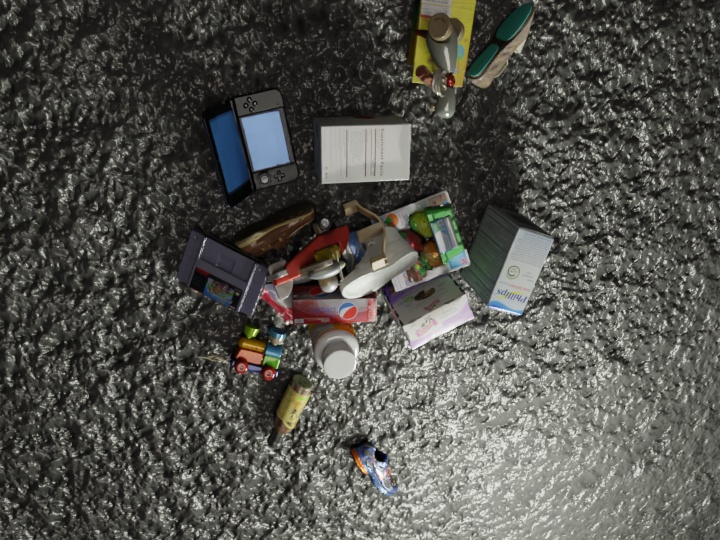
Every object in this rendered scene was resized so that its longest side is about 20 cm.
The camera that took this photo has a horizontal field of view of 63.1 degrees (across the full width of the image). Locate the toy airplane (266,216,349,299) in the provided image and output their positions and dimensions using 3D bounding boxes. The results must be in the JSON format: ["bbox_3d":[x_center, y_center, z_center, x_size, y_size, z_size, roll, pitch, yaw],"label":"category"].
[{"bbox_3d":[-0.108,-0.003,1.290,0.197,0.201,0.142,-35,104,24],"label":"toy airplane"}]

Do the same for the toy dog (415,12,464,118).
[{"bbox_3d":[0.151,-0.425,1.201,0.131,0.094,0.206,26,73,-58],"label":"toy dog"}]

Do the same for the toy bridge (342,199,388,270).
[{"bbox_3d":[0.023,-0.086,1.316,0.066,0.203,0.028,-22,142,-6],"label":"toy bridge"}]

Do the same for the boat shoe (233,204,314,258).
[{"bbox_3d":[-0.188,-0.087,1.335,0.196,0.073,0.069,-25,121,5],"label":"boat shoe"}]

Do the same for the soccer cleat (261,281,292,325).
[{"bbox_3d":[-0.208,0.042,1.392,0.200,0.066,0.077,48,59,-17],"label":"soccer cleat"}]

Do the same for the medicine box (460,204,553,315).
[{"bbox_3d":[0.348,-0.029,1.418,0.100,0.183,0.205,13,109,-17],"label":"medicine box"}]

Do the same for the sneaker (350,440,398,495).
[{"bbox_3d":[0.055,0.558,1.650,0.078,0.076,0.201,-37,117,0],"label":"sneaker"}]

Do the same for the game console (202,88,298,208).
[{"bbox_3d":[-0.223,-0.257,1.228,0.166,0.119,0.205,-14,115,-7],"label":"game console"}]

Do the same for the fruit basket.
[{"bbox_3d":[0.144,-0.067,1.393,0.195,0.094,0.190,-20,98,4],"label":"fruit basket"}]

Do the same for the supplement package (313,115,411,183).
[{"bbox_3d":[0.001,-0.266,1.274,0.193,0.122,0.123,-4,113,-12],"label":"supplement package"}]

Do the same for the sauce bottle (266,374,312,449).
[{"bbox_3d":[-0.187,0.370,1.521,0.063,0.065,0.204,19,108,-19],"label":"sauce bottle"}]

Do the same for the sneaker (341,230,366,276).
[{"bbox_3d":[0.000,0.000,1.406,0.075,0.076,0.205,-16,114,-5],"label":"sneaker"}]

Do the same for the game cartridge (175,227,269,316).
[{"bbox_3d":[-0.310,0.007,1.323,0.196,0.038,0.132,26,105,0],"label":"game cartridge"}]

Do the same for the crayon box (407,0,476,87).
[{"bbox_3d":[0.172,-0.506,1.256,0.123,0.051,0.206,2,111,-13],"label":"crayon box"}]

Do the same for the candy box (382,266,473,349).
[{"bbox_3d":[0.157,0.078,1.407,0.164,0.201,0.073,-26,116,-1],"label":"candy box"}]

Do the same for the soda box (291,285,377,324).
[{"bbox_3d":[-0.060,0.077,1.349,0.193,0.070,0.065,-1,116,-5],"label":"soda box"}]

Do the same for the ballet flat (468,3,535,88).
[{"bbox_3d":[0.319,-0.491,1.298,0.200,0.069,0.067,-47,133,14],"label":"ballet flat"}]

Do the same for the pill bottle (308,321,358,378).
[{"bbox_3d":[-0.064,0.160,1.384,0.106,0.201,0.112,-5,121,-9],"label":"pill bottle"}]

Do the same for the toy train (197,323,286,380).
[{"bbox_3d":[-0.281,0.180,1.416,0.195,0.085,0.119,17,97,-19],"label":"toy train"}]

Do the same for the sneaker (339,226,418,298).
[{"bbox_3d":[0.021,-0.023,1.333,0.196,0.116,0.075,-27,146,-15],"label":"sneaker"}]
